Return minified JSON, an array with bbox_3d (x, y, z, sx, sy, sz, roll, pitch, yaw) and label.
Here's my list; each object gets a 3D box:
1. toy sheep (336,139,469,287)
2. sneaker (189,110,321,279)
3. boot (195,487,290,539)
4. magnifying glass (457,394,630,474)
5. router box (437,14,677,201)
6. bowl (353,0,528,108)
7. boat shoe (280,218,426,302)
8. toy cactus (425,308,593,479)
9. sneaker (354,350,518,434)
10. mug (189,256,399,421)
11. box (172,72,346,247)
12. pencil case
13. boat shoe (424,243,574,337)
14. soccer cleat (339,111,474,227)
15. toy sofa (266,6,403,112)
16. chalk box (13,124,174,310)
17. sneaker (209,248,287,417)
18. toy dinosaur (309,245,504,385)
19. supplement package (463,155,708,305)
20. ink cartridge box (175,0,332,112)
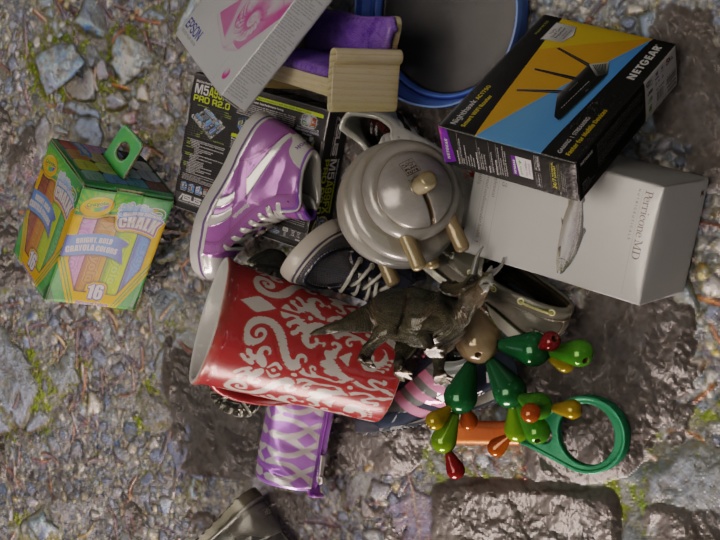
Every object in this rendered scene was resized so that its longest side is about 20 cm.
[{"bbox_3d":[0.041,-0.062,1.499,0.200,0.137,0.139,-32,74,67],"label":"toy sheep"},{"bbox_3d":[-0.110,-0.060,1.686,0.114,0.073,0.201,34,113,23],"label":"sneaker"},{"bbox_3d":[-0.112,0.376,1.789,0.200,0.072,0.182,49,120,13],"label":"boot"},{"bbox_3d":[0.185,0.168,1.592,0.199,0.022,0.080,-3,93,32],"label":"magnifying glass"},{"bbox_3d":[0.188,-0.157,1.455,0.148,0.200,0.051,18,139,31],"label":"router box"},{"bbox_3d":[0.085,-0.269,1.605,0.200,0.039,0.202,3,96,34],"label":"bowl"},{"bbox_3d":[0.000,0.000,1.597,0.093,0.200,0.075,43,115,15],"label":"boat shoe"},{"bbox_3d":[0.128,0.104,1.523,0.200,0.102,0.166,-40,74,35],"label":"toy cactus"},{"bbox_3d":[0.074,0.117,1.631,0.199,0.070,0.083,-19,90,25],"label":"sneaker"},{"bbox_3d":[-0.067,0.079,1.606,0.177,0.199,0.134,157,128,-75],"label":"mug"},{"bbox_3d":[-0.114,-0.126,1.750,0.199,0.044,0.161,18,104,31],"label":"box"},{"bbox_3d":[-0.060,0.150,1.714,0.085,0.084,0.201,20,105,41],"label":"pencil case"},{"bbox_3d":[0.131,0.001,1.577,0.201,0.072,0.060,39,125,18],"label":"boat shoe"},{"bbox_3d":[0.056,-0.108,1.596,0.200,0.085,0.069,45,119,34],"label":"soccer cleat"},{"bbox_3d":[-0.039,-0.227,1.620,0.200,0.082,0.098,26,115,57],"label":"toy sofa"},{"bbox_3d":[-0.309,-0.073,1.817,0.124,0.123,0.201,45,120,49],"label":"chalk box"},{"bbox_3d":[-0.121,0.061,1.740,0.078,0.090,0.201,19,115,4],"label":"sneaker"},{"bbox_3d":[0.051,0.052,1.507,0.199,0.077,0.103,-9,49,29],"label":"toy dinosaur"},{"bbox_3d":[0.215,-0.054,1.490,0.199,0.117,0.118,18,105,31],"label":"supplement package"},{"bbox_3d":[-0.102,-0.287,1.639,0.200,0.043,0.196,-52,32,9],"label":"ink cartridge box"}]
